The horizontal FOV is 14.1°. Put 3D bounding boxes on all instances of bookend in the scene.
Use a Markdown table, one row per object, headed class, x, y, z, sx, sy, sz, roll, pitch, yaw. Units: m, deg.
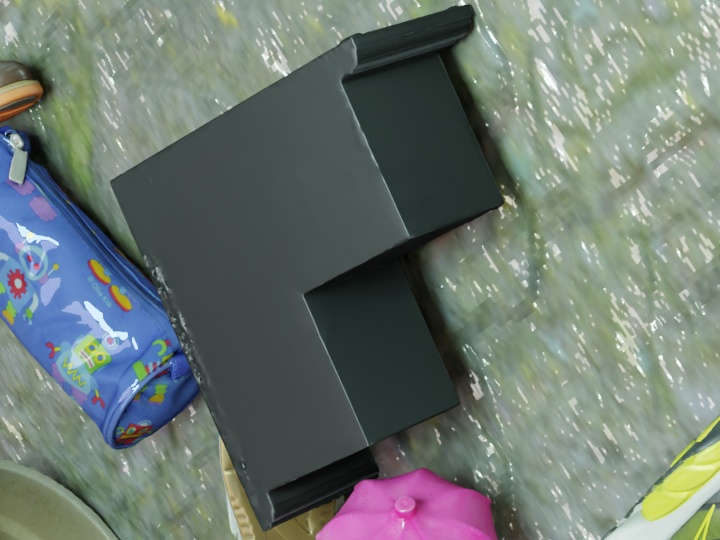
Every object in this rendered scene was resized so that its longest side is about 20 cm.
| class | x | y | z | sx | sy | sz | roll | pitch | yaw |
| --- | --- | --- | --- | --- | --- | --- | --- | --- | --- |
| bookend | 0.000 | 0.000 | 1.457 | 0.200 | 0.092 | 0.199 | -28 | 85 | 44 |

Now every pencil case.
| class | x | y | z | sx | sy | sz | roll | pitch | yaw |
| --- | --- | --- | --- | --- | --- | --- | --- | --- | --- |
| pencil case | -0.168 | 0.004 | 1.640 | 0.200 | 0.078 | 0.087 | 49 | 133 | 14 |

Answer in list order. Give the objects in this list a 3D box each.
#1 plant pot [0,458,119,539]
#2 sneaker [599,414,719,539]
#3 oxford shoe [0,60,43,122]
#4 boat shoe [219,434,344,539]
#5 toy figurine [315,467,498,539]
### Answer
| class | x | y | z | sx | sy | sz | roll | pitch | yaw |
| --- | --- | --- | --- | --- | --- | --- | --- | --- | --- |
| plant pot | -0.246 | 0.241 | 1.708 | 0.183 | 0.200 | 0.201 | -38 | 82 | 30 |
| sneaker | 0.160 | 0.146 | 1.409 | 0.085 | 0.074 | 0.200 | 43 | 138 | 8 |
| oxford shoe | -0.261 | -0.110 | 1.680 | 0.199 | 0.071 | 0.073 | -5 | 101 | 44 |
| boat shoe | -0.043 | 0.121 | 1.588 | 0.069 | 0.070 | 0.201 | -154 | 62 | -82 |
| toy figurine | 0.034 | 0.193 | 1.513 | 0.200 | 0.150 | 0.185 | -177 | 71 | -71 |
